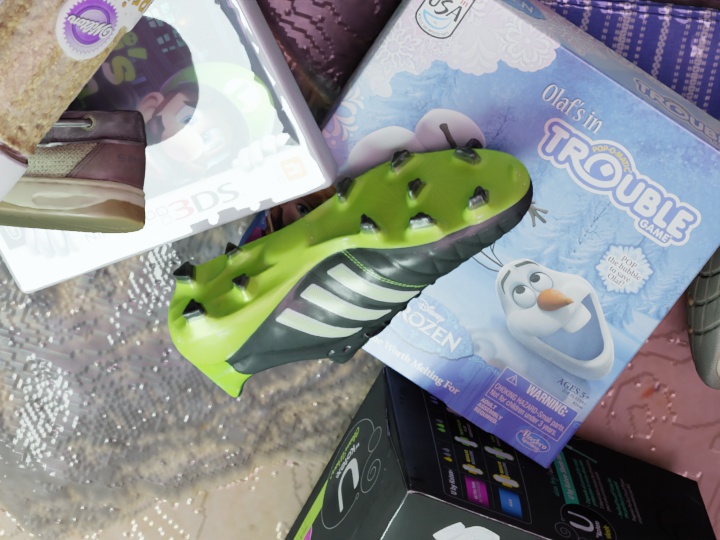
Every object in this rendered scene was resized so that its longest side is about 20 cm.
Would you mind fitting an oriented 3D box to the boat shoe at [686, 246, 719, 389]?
[{"bbox_3d":[0.224,-0.026,1.466,0.073,0.075,0.201,9,113,-12],"label":"boat shoe"}]

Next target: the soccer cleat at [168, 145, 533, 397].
[{"bbox_3d":[0.000,0.000,1.402,0.199,0.068,0.081,-23,134,14],"label":"soccer cleat"}]

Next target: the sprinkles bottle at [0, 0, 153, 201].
[{"bbox_3d":[-0.135,-0.126,1.294,0.068,0.068,0.200,37,95,-21],"label":"sprinkles bottle"}]

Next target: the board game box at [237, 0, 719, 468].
[{"bbox_3d":[0.069,-0.030,1.430,0.200,0.043,0.199,32,113,-6],"label":"board game box"}]

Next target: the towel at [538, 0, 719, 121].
[{"bbox_3d":[0.160,-0.074,1.489,0.199,0.024,0.145,5,112,-11],"label":"towel"}]

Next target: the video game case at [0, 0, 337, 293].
[{"bbox_3d":[-0.133,-0.100,1.391,0.181,0.023,0.201,-19,113,18],"label":"video game case"}]

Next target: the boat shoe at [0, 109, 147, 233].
[{"bbox_3d":[-0.192,-0.060,1.376,0.200,0.072,0.066,8,81,22],"label":"boat shoe"}]

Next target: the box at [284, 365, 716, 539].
[{"bbox_3d":[0.073,0.168,1.497,0.199,0.124,0.149,20,116,-18],"label":"box"}]
